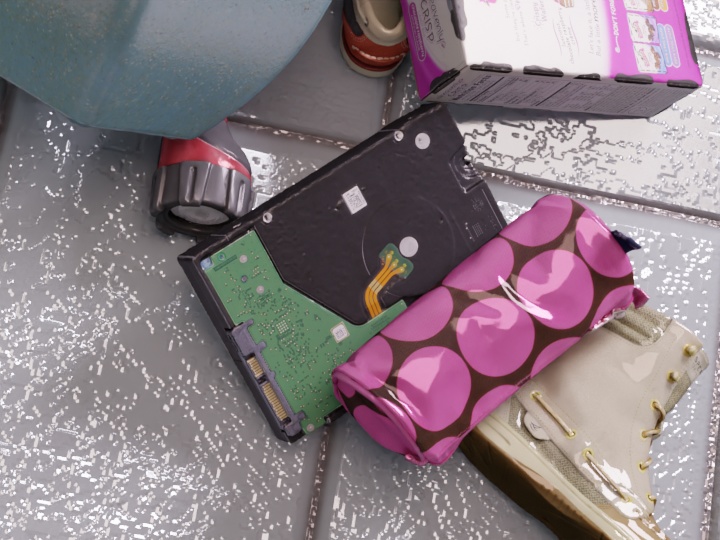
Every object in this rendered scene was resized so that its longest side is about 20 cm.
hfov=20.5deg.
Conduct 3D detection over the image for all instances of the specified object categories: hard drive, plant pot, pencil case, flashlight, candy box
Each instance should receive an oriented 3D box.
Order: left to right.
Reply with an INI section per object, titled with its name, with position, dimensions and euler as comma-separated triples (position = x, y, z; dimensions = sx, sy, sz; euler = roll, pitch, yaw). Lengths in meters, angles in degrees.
[plant pot]
position = -0.137, -0.193, 1.213
dimensions = 0.196, 0.196, 0.200
euler = 31, 104, 30
[flashlight]
position = -0.093, -0.120, 1.309
dimensions = 0.068, 0.068, 0.200
euler = 31, 58, -42
[hard drive]
position = 0.000, 0.000, 1.272
dimensions = 0.200, 0.038, 0.140
euler = -34, 104, -20
[pencil case]
position = 0.081, 0.040, 1.239
dimensions = 0.200, 0.091, 0.094
euler = -38, 91, -15
[candy box]
position = 0.124, -0.179, 1.338
dimensions = 0.200, 0.061, 0.136
euler = 2, 69, -32

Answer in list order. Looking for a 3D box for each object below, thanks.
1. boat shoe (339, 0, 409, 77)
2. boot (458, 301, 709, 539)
[boat shoe]
position = 0.019, -0.233, 1.370
dimensions = 0.071, 0.063, 0.200
euler = 7, 68, -6
[boot]
position = 0.179, 0.113, 1.270
dimensions = 0.200, 0.072, 0.155
euler = 40, 69, 13
